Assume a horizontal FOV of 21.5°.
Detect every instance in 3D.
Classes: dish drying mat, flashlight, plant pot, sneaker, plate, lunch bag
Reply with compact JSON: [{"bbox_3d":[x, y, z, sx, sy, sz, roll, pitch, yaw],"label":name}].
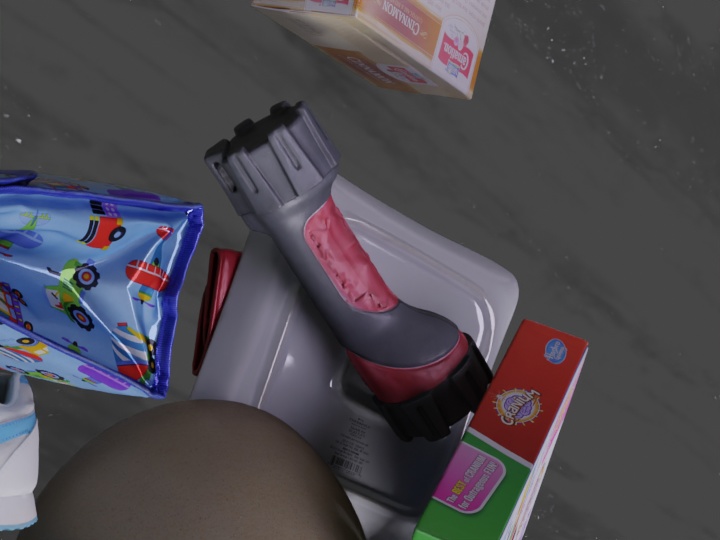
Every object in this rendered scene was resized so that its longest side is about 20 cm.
[{"bbox_3d":[-0.009,0.039,1.125,0.199,0.018,0.077,12,82,-36],"label":"dish drying mat"},{"bbox_3d":[0.000,0.000,1.039,0.068,0.068,0.201,-44,115,-31],"label":"flashlight"},{"bbox_3d":[-0.068,0.185,0.981,0.199,0.134,0.202,-10,112,-26],"label":"plant pot"},{"bbox_3d":[-0.231,0.080,0.874,0.200,0.076,0.081,8,83,-56],"label":"sneaker"},{"bbox_3d":[0.004,0.057,1.103,0.199,0.032,0.201,29,74,-34],"label":"plate"},{"bbox_3d":[-0.195,-0.011,0.830,0.199,0.150,0.095,16,85,-50],"label":"lunch bag"}]

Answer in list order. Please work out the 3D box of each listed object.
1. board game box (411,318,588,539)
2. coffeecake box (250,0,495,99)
[{"bbox_3d":[0.062,0.142,1.021,0.200,0.040,0.154,-55,163,-55],"label":"board game box"},{"bbox_3d":[0.027,-0.219,1.094,0.153,0.073,0.201,25,77,-60],"label":"coffeecake box"}]
